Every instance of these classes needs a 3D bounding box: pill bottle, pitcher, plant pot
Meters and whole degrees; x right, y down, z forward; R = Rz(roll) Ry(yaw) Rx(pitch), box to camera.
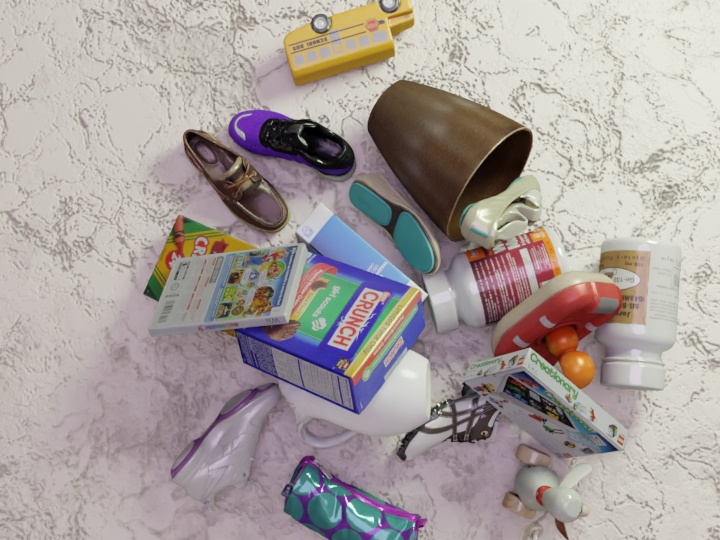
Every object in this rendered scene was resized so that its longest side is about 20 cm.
[{"bbox_3d":[0.190,0.018,1.590,0.196,0.110,0.112,-16,82,0],"label":"pill bottle"},{"bbox_3d":[-0.001,0.182,1.555,0.196,0.173,0.122,-1,43,9],"label":"pitcher"},{"bbox_3d":[0.385,0.062,1.574,0.112,0.114,0.204,5,83,3],"label":"pill bottle"},{"bbox_3d":[0.110,-0.176,1.598,0.199,0.187,0.188,39,85,21],"label":"plant pot"}]

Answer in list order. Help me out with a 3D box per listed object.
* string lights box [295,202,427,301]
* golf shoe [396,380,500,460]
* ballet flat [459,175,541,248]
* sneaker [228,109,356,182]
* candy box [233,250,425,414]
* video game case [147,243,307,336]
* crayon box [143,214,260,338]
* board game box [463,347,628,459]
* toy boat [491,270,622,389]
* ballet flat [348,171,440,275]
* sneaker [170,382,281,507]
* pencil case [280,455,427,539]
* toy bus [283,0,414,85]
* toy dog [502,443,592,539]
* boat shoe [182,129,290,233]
[{"bbox_3d":[0.000,0.000,1.602,0.199,0.103,0.059,40,81,6],"label":"string lights box"},{"bbox_3d":[0.143,0.217,1.583,0.199,0.078,0.095,-38,83,-2],"label":"golf shoe"},{"bbox_3d":[0.213,-0.078,1.566,0.199,0.069,0.070,-30,80,-45],"label":"ballet flat"},{"bbox_3d":[-0.099,-0.195,1.631,0.197,0.100,0.071,18,81,4],"label":"sneaker"},{"bbox_3d":[-0.039,0.076,1.491,0.197,0.078,0.169,20,51,29],"label":"candy box"},{"bbox_3d":[-0.177,0.026,1.519,0.196,0.018,0.144,-7,40,17],"label":"video game case"},{"bbox_3d":[-0.198,0.015,1.606,0.197,0.051,0.129,21,84,22],"label":"crayon box"},{"bbox_3d":[0.250,0.184,1.521,0.199,0.126,0.035,39,58,-20],"label":"board game box"},{"bbox_3d":[0.272,0.099,1.517,0.200,0.129,0.132,-43,56,38],"label":"toy boat"},{"bbox_3d":[0.063,-0.073,1.608,0.069,0.070,0.200,-41,62,-3],"label":"ballet flat"},{"bbox_3d":[-0.175,0.247,1.605,0.200,0.075,0.100,-46,102,-4],"label":"sneaker"},{"bbox_3d":[-0.012,0.337,1.569,0.197,0.085,0.094,27,113,4],"label":"pencil case"},{"bbox_3d":[-0.014,-0.343,1.665,0.196,0.065,0.080,-17,83,0],"label":"toy bus"},{"bbox_3d":[0.265,0.309,1.526,0.095,0.201,0.134,18,109,-12],"label":"toy dog"},{"bbox_3d":[-0.184,-0.134,1.642,0.072,0.072,0.200,-44,83,-4],"label":"boat shoe"}]
